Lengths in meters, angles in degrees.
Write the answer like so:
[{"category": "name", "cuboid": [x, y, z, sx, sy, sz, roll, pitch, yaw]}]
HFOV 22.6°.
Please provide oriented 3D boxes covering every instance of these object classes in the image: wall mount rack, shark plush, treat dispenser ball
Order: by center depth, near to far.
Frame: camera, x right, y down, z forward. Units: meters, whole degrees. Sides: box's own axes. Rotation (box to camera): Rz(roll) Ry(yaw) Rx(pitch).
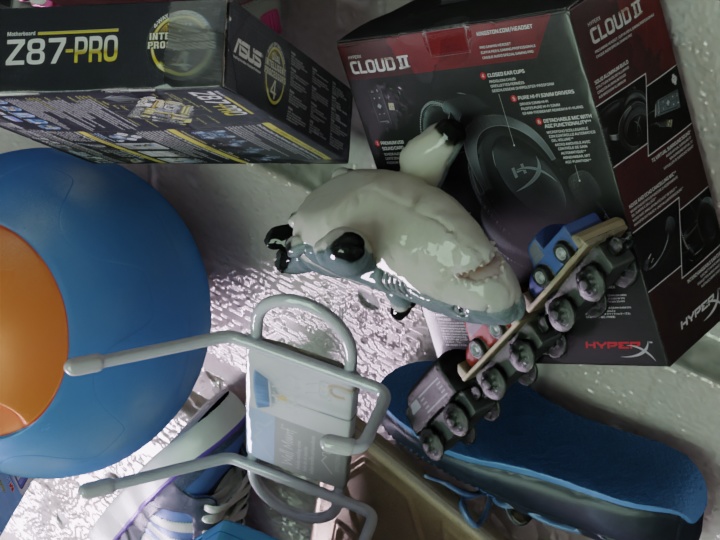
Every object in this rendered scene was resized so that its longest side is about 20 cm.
[{"category": "shark plush", "cuboid": [0.000, 0.000, 0.897, 0.083, 0.091, 0.200, 48, 146, -18]}, {"category": "wall mount rack", "cuboid": [-0.072, 0.095, 1.028, 0.173, 0.075, 0.201, 18, 138, 12]}, {"category": "treat dispenser ball", "cuboid": [-0.191, 0.026, 1.104, 0.200, 0.201, 0.202, 22, 128, 31]}]

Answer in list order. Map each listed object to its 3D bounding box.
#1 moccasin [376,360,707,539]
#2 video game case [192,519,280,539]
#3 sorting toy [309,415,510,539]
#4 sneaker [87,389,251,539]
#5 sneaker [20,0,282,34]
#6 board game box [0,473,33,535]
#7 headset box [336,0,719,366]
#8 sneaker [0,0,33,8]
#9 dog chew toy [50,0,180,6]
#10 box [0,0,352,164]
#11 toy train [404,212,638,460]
[{"category": "moccasin", "cuboid": [0.091, 0.114, 0.990, 0.199, 0.080, 0.068, 25, 139, 33]}, {"category": "video game case", "cuboid": [-0.041, 0.195, 1.081, 0.143, 0.018, 0.200, 23, 159, -10]}, {"category": "sorting toy", "cuboid": [0.044, 0.188, 1.099, 0.185, 0.036, 0.201, 37, 144, 28]}, {"category": "sneaker", "cuboid": [-0.088, 0.178, 1.204, 0.146, 0.081, 0.200, 44, 134, 1]}, {"category": "sneaker", "cuboid": [-0.129, -0.179, 1.008, 0.199, 0.081, 0.089, 25, 127, 24]}, {"category": "board game box", "cuboid": [-0.294, 0.093, 1.177, 0.056, 0.196, 0.201, -18, 105, 9]}, {"category": "headset box", "cuboid": [0.084, -0.058, 0.891, 0.148, 0.077, 0.201, -2, 112, 44]}, {"category": "sneaker", "cuboid": [-0.240, -0.204, 1.089, 0.074, 0.087, 0.201, 35, 134, 22]}, {"category": "dog chew toy", "cuboid": [-0.103, -0.222, 0.905, 0.124, 0.124, 0.201, 32, 96, 24]}, {"category": "box", "cuboid": [-0.108, -0.091, 0.930, 0.160, 0.200, 0.049, 2, 84, 18]}, {"category": "toy train", "cuboid": [0.073, 0.031, 0.878, 0.046, 0.034, 0.200, 57, 141, 16]}]
